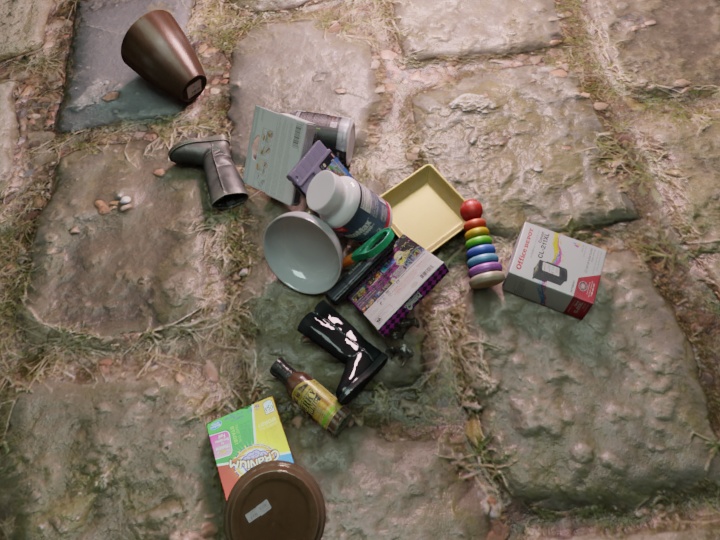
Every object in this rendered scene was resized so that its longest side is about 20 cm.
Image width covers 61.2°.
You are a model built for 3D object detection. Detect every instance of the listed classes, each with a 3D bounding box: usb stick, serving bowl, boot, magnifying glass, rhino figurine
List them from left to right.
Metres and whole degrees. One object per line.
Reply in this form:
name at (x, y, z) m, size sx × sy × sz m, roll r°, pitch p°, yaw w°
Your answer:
boot at (-0.390, -0.243, 1.553) m, size 0.176 × 0.073 × 0.205 m, roll -16°, pitch 69°, yaw -5°
serving bowl at (-0.122, -0.049, 1.378) m, size 0.194 × 0.205 × 0.066 m, roll 19°, pitch 38°, yaw 12°
boot at (-0.059, 0.172, 1.302) m, size 0.199 × 0.067 × 0.164 m, roll 40°, pitch 43°, yaw 16°
magnifying glass at (-0.001, -0.039, 1.379) m, size 0.022 × 0.198 × 0.080 m, roll 46°, pitch 39°, yaw -16°
usb stick at (0.000, 0.000, 1.376) m, size 0.200 × 0.055 × 0.033 m, roll -45°, pitch 106°, yaw -4°
rhino figurine at (0.086, 0.119, 1.344) m, size 0.085 × 0.060 × 0.206 m, roll -9°, pitch 60°, yaw 14°

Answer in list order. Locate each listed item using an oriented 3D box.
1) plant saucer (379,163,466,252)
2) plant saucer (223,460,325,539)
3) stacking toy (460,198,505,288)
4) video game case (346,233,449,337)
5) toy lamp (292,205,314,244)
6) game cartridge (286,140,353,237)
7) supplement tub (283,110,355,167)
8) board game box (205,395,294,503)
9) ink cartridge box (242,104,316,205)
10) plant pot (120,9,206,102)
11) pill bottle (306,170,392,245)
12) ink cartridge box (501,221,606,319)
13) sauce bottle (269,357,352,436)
plant saucer at (0.156, -0.136, 1.487) m, size 0.197 × 0.049 × 0.201 m, roll -34°, pitch 66°, yaw -15°
plant saucer at (-0.161, 0.467, 1.148) m, size 0.193 × 0.029 × 0.208 m, roll 1°, pitch 80°, yaw -6°
stacking toy at (0.274, -0.067, 1.402) m, size 0.082 × 0.086 × 0.207 m, roll -8°, pitch 76°, yaw -3°
video game case at (0.075, 0.028, 1.332) m, size 0.200 × 0.036 × 0.181 m, roll -45°, pitch 34°, yaw -4°
toy lamp at (-0.127, -0.139, 1.490) m, size 0.056 × 0.059 × 0.205 m, roll 13°, pitch 62°, yaw 8°
game cartridge at (-0.072, -0.197, 1.469) m, size 0.200 × 0.038 × 0.131 m, roll 47°, pitch 69°, yaw -19°
supplement tub at (-0.116, -0.339, 1.559) m, size 0.193 × 0.124 × 0.126 m, roll 10°, pitch 62°, yaw 6°
board game box at (-0.213, 0.379, 1.225) m, size 0.149 × 0.041 × 0.204 m, roll -21°, pitch 64°, yaw -10°
ink cartridge box at (-0.205, -0.286, 1.508) m, size 0.170 × 0.206 × 0.043 m, roll 26°, pitch 21°, yaw 29°
plant pot at (-0.520, -0.569, 1.675) m, size 0.200 × 0.187 × 0.187 m, roll 45°, pitch 70°, yaw 6°
pill bottle at (-0.027, -0.142, 1.380) m, size 0.117 × 0.198 × 0.124 m, roll -18°, pitch 61°, yaw 36°
ink cartridge box at (0.439, -0.001, 1.389) m, size 0.195 × 0.084 × 0.149 m, roll 20°, pitch 65°, yaw 11°
sauce bottle at (-0.108, 0.260, 1.275) m, size 0.198 × 0.065 × 0.065 m, roll 35°, pitch 67°, yaw 20°
